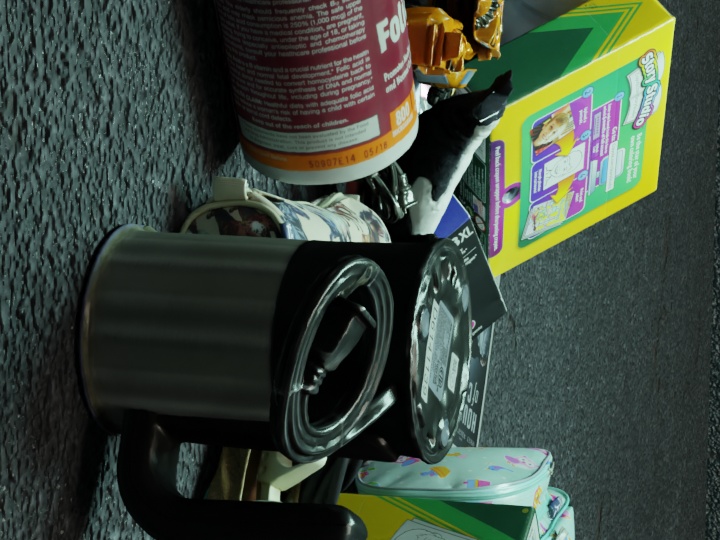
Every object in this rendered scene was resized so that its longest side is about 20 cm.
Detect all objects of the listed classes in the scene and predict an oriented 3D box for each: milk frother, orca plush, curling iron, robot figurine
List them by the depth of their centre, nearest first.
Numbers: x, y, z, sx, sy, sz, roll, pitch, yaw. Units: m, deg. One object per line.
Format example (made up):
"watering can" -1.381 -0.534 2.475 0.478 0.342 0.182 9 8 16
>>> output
"milk frother" -0.058 0.035 0.991 0.201 0.186 0.182 71 28 -49
"robot figurine" 0.061 -0.181 1.310 0.200 0.058 0.147 -19 114 -76
"orca plush" 0.029 -0.064 1.323 0.200 0.070 0.106 137 -37 -57
"curling iron" 0.000 0.000 1.348 0.025 0.049 0.201 -35 151 -38

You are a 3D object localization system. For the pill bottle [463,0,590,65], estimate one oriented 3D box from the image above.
"pill bottle" 0.143 -0.169 1.593 0.116 0.115 0.201 -64 173 -49

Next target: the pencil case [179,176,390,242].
"pencil case" -0.043 -0.010 1.204 0.200 0.077 0.090 -5 108 -71

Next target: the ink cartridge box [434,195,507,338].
"ink cartridge box" 0.049 0.005 1.480 0.094 0.037 0.200 -38 146 -7

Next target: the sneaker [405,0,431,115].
"sneaker" 0.030 -0.142 1.415 0.082 0.069 0.202 -64 151 -57

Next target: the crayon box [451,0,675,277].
"crayon box" 0.156 -0.108 1.519 0.171 0.058 0.201 -28 146 -18

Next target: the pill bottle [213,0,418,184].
"pill bottle" -0.031 -0.163 1.155 0.115 0.113 0.202 -63 151 -50

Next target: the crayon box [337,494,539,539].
"crayon box" 0.010 0.231 1.231 0.201 0.171 0.059 -65 150 -48

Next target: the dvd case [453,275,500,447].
"dvd case" 0.084 0.067 1.691 0.150 0.024 0.202 46 49 -66

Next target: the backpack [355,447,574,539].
"backpack" 0.065 0.211 1.417 0.200 0.174 0.155 -51 139 -67

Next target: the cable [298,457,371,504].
"cable" 0.004 0.081 1.280 0.164 0.050 0.200 -60 -166 11

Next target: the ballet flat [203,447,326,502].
"ballet flat" -0.053 0.129 1.196 0.068 0.072 0.202 36 57 -41
